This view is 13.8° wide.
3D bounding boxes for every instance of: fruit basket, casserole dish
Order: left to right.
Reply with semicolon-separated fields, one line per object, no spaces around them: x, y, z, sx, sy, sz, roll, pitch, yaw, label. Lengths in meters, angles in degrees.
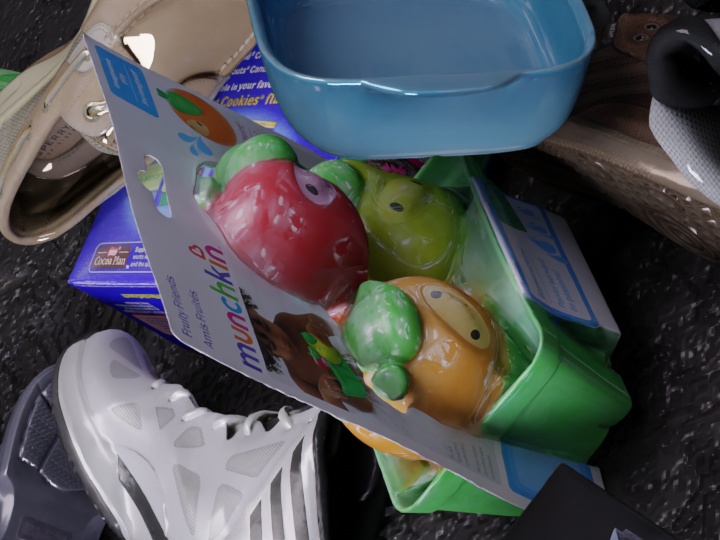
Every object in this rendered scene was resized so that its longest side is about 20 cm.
0.000;0.000;1.054;0.094;0.200;0.185;-45;35;18;fruit basket
0.019;-0.087;1.088;0.200;0.121;0.039;-104;12;-64;casserole dish

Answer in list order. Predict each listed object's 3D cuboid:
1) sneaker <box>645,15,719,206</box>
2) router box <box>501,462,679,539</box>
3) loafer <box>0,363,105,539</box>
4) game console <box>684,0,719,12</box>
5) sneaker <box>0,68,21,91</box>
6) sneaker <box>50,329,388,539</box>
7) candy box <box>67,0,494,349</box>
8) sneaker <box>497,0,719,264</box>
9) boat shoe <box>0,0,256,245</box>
0.137;-0.094;0.977;0.075;0.115;0.201;-28;66;45;sneaker
0.085;0.170;0.898;0.157;0.052;0.200;-51;41;-5;router box
-0.153;0.136;1.270;0.063;0.072;0.200;-38;27;59;loafer
0.096;-0.225;1.128;0.200;0.116;0.176;-103;27;-53;game console
-0.192;-0.068;1.457;0.200;0.083;0.074;-12;53;46;sneaker
-0.047;0.075;1.183;0.115;0.076;0.201;-39;45;11;sneaker
-0.017;-0.068;1.241;0.169;0.077;0.201;1;65;54;candy box
0.106;-0.061;1.087;0.076;0.070;0.200;-54;35;-5;sneaker
-0.091;-0.075;1.215;0.200;0.072;0.065;-36;42;43;boat shoe
